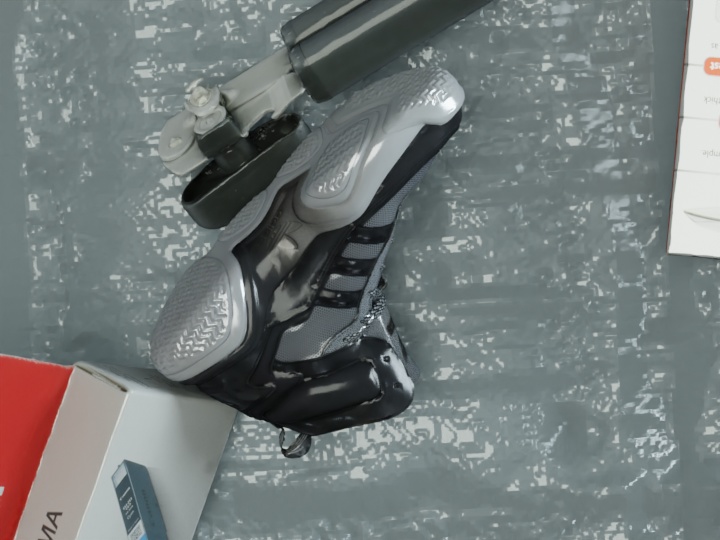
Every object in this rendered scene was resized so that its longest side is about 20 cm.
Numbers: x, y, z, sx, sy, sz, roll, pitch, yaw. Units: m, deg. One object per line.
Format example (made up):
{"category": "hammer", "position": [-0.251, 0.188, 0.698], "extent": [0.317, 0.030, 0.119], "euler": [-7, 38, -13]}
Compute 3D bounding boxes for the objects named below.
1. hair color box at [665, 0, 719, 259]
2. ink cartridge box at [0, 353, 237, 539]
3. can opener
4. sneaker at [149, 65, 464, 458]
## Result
{"category": "hair color box", "position": [0.208, -0.102, 1.319], "extent": [0.110, 0.064, 0.201], "euler": [6, 93, 7]}
{"category": "ink cartridge box", "position": [-0.155, 0.142, 1.327], "extent": [0.045, 0.176, 0.201], "euler": [23, 97, 33]}
{"category": "can opener", "position": [-0.013, -0.099, 1.362], "extent": [0.200, 0.053, 0.067], "euler": [-35, 123, 10]}
{"category": "sneaker", "position": [0.000, 0.000, 1.337], "extent": [0.114, 0.076, 0.200], "euler": [40, 102, -20]}
